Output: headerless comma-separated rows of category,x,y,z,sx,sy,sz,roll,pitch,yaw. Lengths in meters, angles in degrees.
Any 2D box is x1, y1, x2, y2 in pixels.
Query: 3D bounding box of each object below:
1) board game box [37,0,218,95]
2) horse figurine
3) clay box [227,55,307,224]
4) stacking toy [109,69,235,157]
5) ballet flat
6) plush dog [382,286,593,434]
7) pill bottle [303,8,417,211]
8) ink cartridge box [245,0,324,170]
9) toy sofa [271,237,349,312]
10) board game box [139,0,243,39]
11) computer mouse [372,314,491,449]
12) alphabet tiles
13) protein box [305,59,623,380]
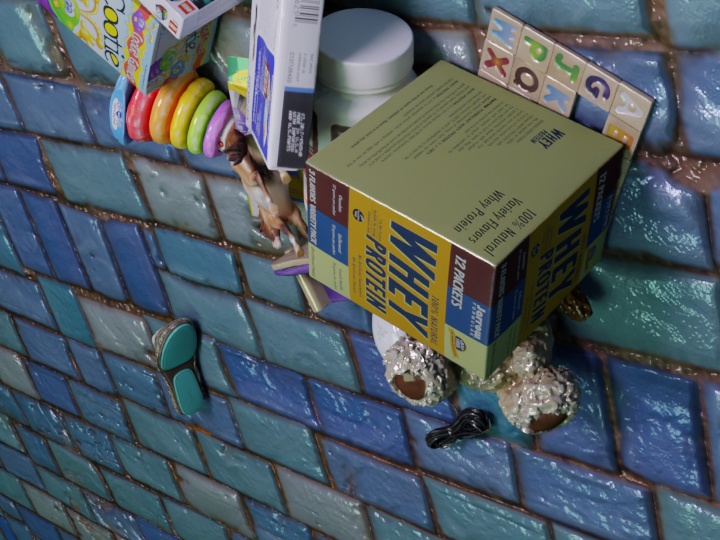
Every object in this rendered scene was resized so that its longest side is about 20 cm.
board game box,-0.260,-0.305,1.346,0.200,0.103,0.105,40,139,15
horse figurine,-0.094,-0.081,1.269,0.133,0.050,0.201,51,172,44
clay box,-0.073,-0.141,1.317,0.114,0.048,0.202,12,131,22
stacking toy,-0.176,-0.170,1.405,0.198,0.110,0.117,26,140,9
ballet flat,-0.274,0.129,1.817,0.075,0.067,0.201,45,151,37
plush dog,0.135,0.042,1.220,0.198,0.161,0.173,15,124,2
pill bottle,0.000,-0.141,1.193,0.114,0.114,0.201,30,140,27
ink cartridge box,-0.072,-0.212,1.153,0.200,0.046,0.200,-117,31,-69
toy sofa,0.000,0.000,1.342,0.199,0.097,0.083,-6,117,50
board game box,-0.202,-0.333,1.239,0.200,0.126,0.035,45,146,8
computer mouse,0.067,0.120,1.423,0.201,0.044,0.109,56,147,-8
alphabet tiles,0.167,-0.118,1.117,0.167,0.008,0.201,35,143,22
protein box,0.089,-0.051,1.088,0.199,0.198,0.136,30,141,27
